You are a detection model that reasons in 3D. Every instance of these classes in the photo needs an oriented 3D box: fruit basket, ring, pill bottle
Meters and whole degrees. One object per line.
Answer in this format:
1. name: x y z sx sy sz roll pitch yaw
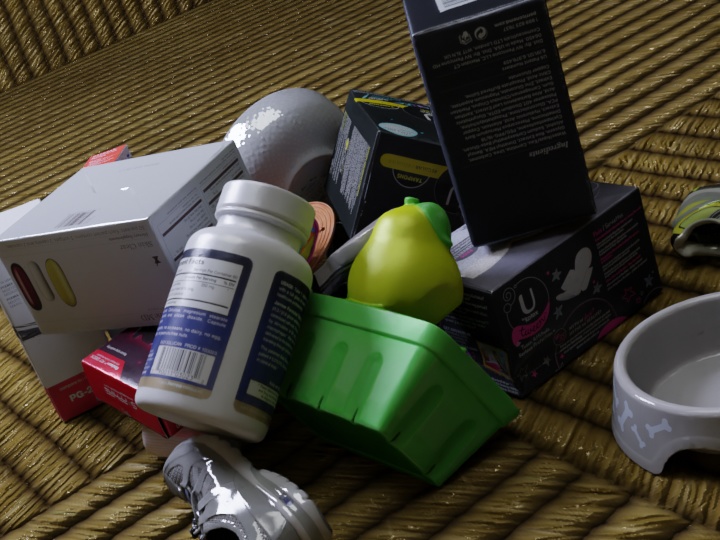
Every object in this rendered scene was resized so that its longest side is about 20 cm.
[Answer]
1. fruit basket: 0.035 0.052 0.986 0.216 0.156 0.216 -26 39 23
2. ring: -0.104 0.000 1.327 0.200 0.019 0.200 -32 29 20
3. pill bottle: -0.103 0.032 0.965 0.111 0.111 0.200 4 70 41

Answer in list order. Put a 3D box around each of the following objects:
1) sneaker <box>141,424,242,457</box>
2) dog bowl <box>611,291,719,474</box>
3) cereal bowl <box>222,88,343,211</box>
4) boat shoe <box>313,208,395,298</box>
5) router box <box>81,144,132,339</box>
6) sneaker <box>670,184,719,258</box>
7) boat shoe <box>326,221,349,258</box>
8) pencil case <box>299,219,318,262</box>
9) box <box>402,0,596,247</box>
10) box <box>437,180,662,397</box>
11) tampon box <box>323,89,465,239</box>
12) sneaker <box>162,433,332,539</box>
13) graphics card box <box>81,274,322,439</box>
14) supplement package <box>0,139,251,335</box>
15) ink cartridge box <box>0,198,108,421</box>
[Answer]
1. sneaker: -0.153 0.109 1.129 0.105 0.075 0.200 -6 30 14
2. dog bowl: 0.287 0.081 0.897 0.200 0.059 0.200 -15 23 7
3. cereal bowl: -0.079 -0.119 1.439 0.200 0.200 0.083 -31 47 -26
4. boat shoe: 0.013 0.014 1.111 0.075 0.093 0.200 -38 -1 -24
5. router box: -0.268 -0.020 1.335 0.049 0.200 0.180 -17 24 10
6. sneaker: 0.383 -0.040 1.085 0.200 0.075 0.076 -9 31 45
7. boat shoe: 0.001 -0.001 1.266 0.072 0.066 0.201 -23 24 -9
8. pencil case: -0.144 -0.053 1.258 0.200 0.088 0.088 20 41 26
9. box: 0.122 -0.155 1.065 0.117 0.200 0.197 -17 20 6
10. box: 0.158 0.005 1.080 0.200 0.115 0.132 -32 27 -28
11. tampon box: 0.056 -0.111 1.322 0.150 0.126 0.200 10 19 -15
12. sneaker: -0.112 0.189 0.932 0.082 0.075 0.200 -40 27 -26
13. graphics card box: -0.142 0.062 1.081 0.200 0.051 0.125 -36 33 -30
14. supplement package: -0.215 -0.030 1.122 0.200 0.111 0.156 -7 29 32
15. ink cartridge box: -0.335 0.038 1.259 0.083 0.200 0.145 -25 25 -13
